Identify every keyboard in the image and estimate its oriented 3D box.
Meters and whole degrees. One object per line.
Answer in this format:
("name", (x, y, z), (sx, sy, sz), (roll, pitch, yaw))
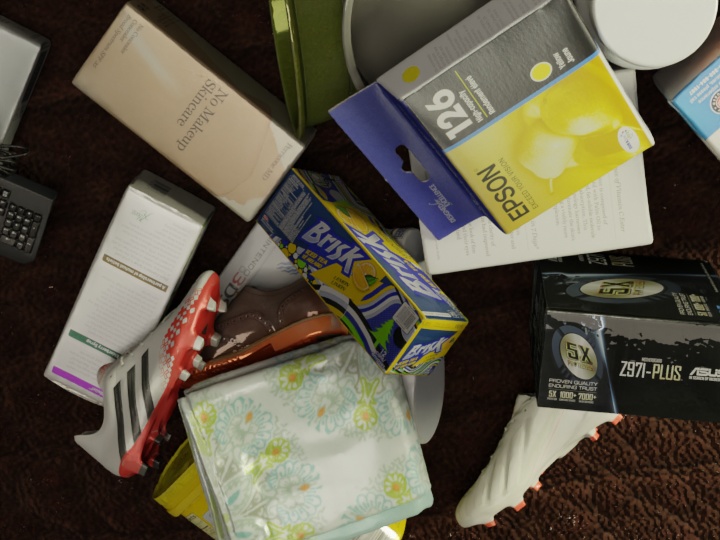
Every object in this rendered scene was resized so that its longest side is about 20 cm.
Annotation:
("keyboard", (-0.375, -0.082, 1.326), (0.198, 0.040, 0.105), (22, 106, -3))

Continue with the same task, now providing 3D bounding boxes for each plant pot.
("plant pot", (0.023, -0.224, 1.240), (0.188, 0.200, 0.202), (-9, 104, -5))

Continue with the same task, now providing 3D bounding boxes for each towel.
("towel", (-0.047, 0.157, 1.291), (0.198, 0.048, 0.173), (-18, 104, -9))

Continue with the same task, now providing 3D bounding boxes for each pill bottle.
("pill bottle", (0.229, -0.226, 1.203), (0.113, 0.200, 0.116), (1, 105, 4))

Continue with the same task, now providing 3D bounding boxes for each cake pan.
("cake pan", (0.072, -0.203, 1.157), (0.198, 0.037, 0.202), (-10, 117, -19))

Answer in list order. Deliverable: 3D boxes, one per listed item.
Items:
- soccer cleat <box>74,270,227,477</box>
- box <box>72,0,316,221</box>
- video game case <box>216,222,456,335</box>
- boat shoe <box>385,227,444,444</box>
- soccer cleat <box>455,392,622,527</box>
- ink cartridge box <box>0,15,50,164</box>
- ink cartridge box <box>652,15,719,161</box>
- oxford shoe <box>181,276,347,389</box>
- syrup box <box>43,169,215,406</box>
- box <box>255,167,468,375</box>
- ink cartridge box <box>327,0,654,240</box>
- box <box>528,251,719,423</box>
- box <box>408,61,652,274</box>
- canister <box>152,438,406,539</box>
("soccer cleat", (-0.186, 0.085, 1.306), (0.085, 0.069, 0.202), (25, 96, 10))
("box", (-0.145, -0.145, 1.313), (0.199, 0.078, 0.095), (37, 106, -4))
("video game case", (-0.040, 0.046, 1.384), (0.199, 0.022, 0.183), (36, 104, -5))
("boat shoe", (0.029, 0.060, 1.343), (0.069, 0.071, 0.202), (1, 108, 30))
("soccer cleat", (0.156, 0.159, 1.379), (0.200, 0.069, 0.078), (-42, 93, 6))
("ink cartridge box", (-0.400, -0.156, 1.351), (0.172, 0.044, 0.202), (25, 105, -4))
("ink cartridge box", (0.371, -0.129, 1.246), (0.147, 0.145, 0.200), (-41, 98, 13))
("oxford shoe", (-0.107, 0.058, 1.359), (0.198, 0.071, 0.074), (-19, 71, 15))
("syrup box", (-0.213, 0.019, 1.361), (0.081, 0.079, 0.201), (27, 105, -4))
("box", (0.000, 0.000, 1.267), (0.200, 0.070, 0.065), (50, 115, 30))
("ink cartridge box", (0.107, -0.113, 1.158), (0.199, 0.047, 0.198), (-34, 137, 10))
("box", (0.231, 0.050, 1.273), (0.162, 0.200, 0.087), (5, 106, 4))
("box", (0.146, -0.094, 1.291), (0.197, 0.106, 0.154), (-7, 103, 6))
("canister", (-0.073, 0.217, 1.382), (0.199, 0.087, 0.149), (39, 117, -12))
